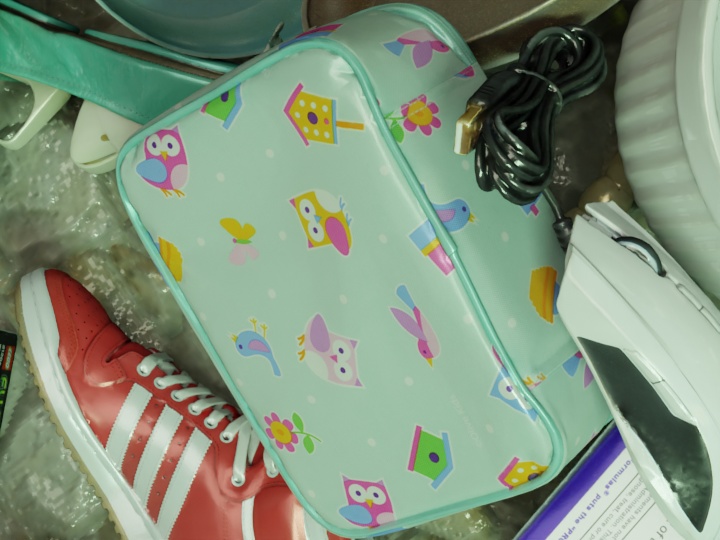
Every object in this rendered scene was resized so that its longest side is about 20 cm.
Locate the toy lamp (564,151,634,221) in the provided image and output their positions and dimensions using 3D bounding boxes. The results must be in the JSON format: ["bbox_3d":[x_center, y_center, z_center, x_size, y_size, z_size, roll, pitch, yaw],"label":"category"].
[{"bbox_3d":[0.104,-0.024,0.935,0.058,0.058,0.200,42,96,12],"label":"toy lamp"}]

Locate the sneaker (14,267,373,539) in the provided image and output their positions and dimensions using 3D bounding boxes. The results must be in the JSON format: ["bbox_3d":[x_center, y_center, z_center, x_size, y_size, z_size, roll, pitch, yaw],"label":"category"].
[{"bbox_3d":[-0.065,0.069,0.950,0.112,0.071,0.200,-30,87,11],"label":"sneaker"}]

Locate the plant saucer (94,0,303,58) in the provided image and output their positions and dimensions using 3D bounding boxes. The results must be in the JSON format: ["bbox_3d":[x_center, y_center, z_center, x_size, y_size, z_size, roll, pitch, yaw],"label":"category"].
[{"bbox_3d":[-0.069,-0.192,0.937,0.027,0.200,0.201,4,84,49],"label":"plant saucer"}]

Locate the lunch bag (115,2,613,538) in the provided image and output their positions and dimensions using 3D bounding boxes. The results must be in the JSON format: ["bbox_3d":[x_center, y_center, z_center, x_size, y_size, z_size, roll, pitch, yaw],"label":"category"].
[{"bbox_3d":[0.000,0.000,0.849,0.160,0.077,0.200,-24,97,44],"label":"lunch bag"}]

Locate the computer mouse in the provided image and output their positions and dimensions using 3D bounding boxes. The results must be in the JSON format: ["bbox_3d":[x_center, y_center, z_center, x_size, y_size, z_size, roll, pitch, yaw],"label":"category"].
[{"bbox_3d":[0.105,0.008,0.798,0.044,0.110,0.200,-24,101,28],"label":"computer mouse"}]

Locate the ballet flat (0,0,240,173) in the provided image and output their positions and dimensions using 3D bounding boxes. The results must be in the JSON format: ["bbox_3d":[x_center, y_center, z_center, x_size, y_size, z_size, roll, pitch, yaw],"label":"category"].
[{"bbox_3d":[-0.132,-0.083,0.985,0.200,0.067,0.071,19,94,18],"label":"ballet flat"}]

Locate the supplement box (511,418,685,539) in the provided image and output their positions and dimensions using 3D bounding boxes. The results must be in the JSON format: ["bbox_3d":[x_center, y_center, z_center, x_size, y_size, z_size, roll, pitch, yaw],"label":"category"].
[{"bbox_3d":[0.160,0.154,0.881,0.200,0.101,0.103,40,93,13],"label":"supplement box"}]

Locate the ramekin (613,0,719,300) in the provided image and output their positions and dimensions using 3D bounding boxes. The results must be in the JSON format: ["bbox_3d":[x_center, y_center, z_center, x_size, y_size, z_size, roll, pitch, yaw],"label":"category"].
[{"bbox_3d":[0.196,-0.067,0.861,0.200,0.105,0.201,2,85,-20],"label":"ramekin"}]

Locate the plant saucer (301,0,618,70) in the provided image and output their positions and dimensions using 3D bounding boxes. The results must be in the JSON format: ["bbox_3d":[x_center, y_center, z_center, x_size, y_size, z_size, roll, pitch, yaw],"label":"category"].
[{"bbox_3d":[0.067,-0.143,0.909,0.200,0.200,0.032,-31,120,7],"label":"plant saucer"}]

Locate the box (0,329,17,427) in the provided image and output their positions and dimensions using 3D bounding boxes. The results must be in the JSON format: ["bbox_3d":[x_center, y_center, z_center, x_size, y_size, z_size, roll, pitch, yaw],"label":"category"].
[{"bbox_3d":[-0.232,0.116,0.997,0.110,0.035,0.200,10,86,12],"label":"box"}]
